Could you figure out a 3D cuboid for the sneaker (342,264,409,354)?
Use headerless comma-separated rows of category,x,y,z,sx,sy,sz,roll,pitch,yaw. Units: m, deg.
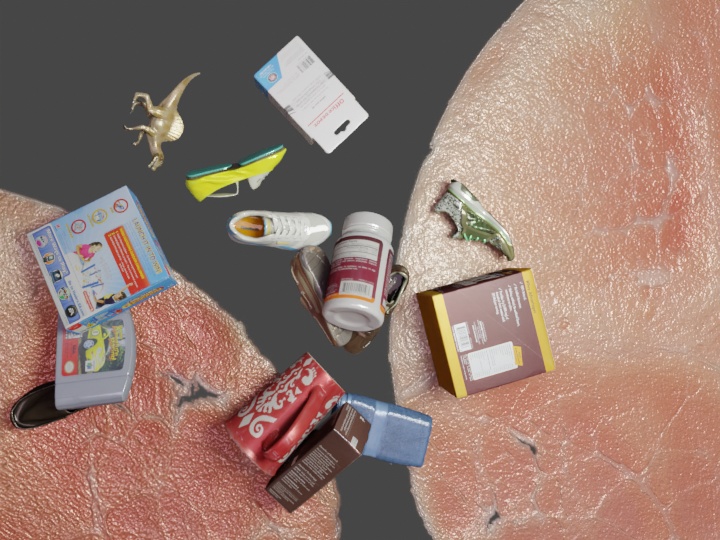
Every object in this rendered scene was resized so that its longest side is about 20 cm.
sneaker,0.027,0.073,1.186,0.070,0.076,0.201,31,86,-7

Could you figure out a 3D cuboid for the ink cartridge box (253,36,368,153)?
ink cartridge box,-0.093,-0.326,1.171,0.116,0.067,0.200,-44,95,-6

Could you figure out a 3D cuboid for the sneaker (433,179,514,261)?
sneaker,0.224,-0.084,1.223,0.089,0.077,0.200,-43,90,8

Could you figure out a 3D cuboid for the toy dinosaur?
toy dinosaur,-0.378,-0.292,1.149,0.101,0.058,0.201,21,95,-22

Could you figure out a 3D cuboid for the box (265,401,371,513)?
box,-0.077,0.343,1.124,0.075,0.100,0.200,45,110,-4

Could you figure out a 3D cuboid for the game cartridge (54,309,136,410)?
game cartridge,-0.474,0.142,1.103,0.132,0.041,0.201,-5,68,-11

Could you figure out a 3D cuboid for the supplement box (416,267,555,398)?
supplement box,0.238,0.114,1.186,0.199,0.133,0.198,-15,92,-7

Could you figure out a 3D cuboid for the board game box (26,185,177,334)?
board game box,-0.463,-0.020,1.101,0.195,0.056,0.201,-27,76,-7

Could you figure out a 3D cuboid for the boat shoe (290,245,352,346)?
boat shoe,-0.076,0.052,1.178,0.076,0.072,0.201,-16,84,-49

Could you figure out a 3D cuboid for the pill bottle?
pill bottle,0.000,0.000,1.133,0.114,0.114,0.201,14,62,-8

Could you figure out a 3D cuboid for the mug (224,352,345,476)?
mug,-0.123,0.269,1.128,0.200,0.177,0.134,-44,132,-10

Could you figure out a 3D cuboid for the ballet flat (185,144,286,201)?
ballet flat,-0.230,-0.181,1.163,0.199,0.067,0.067,-18,114,-4

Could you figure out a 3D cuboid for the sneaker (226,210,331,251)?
sneaker,-0.152,-0.076,1.159,0.199,0.081,0.077,-2,89,-9

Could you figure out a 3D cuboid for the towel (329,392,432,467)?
towel,0.036,0.312,1.203,0.199,0.049,0.112,17,90,-6

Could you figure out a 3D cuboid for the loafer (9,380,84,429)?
loafer,-0.543,0.232,1.112,0.199,0.071,0.073,-24,93,-7
